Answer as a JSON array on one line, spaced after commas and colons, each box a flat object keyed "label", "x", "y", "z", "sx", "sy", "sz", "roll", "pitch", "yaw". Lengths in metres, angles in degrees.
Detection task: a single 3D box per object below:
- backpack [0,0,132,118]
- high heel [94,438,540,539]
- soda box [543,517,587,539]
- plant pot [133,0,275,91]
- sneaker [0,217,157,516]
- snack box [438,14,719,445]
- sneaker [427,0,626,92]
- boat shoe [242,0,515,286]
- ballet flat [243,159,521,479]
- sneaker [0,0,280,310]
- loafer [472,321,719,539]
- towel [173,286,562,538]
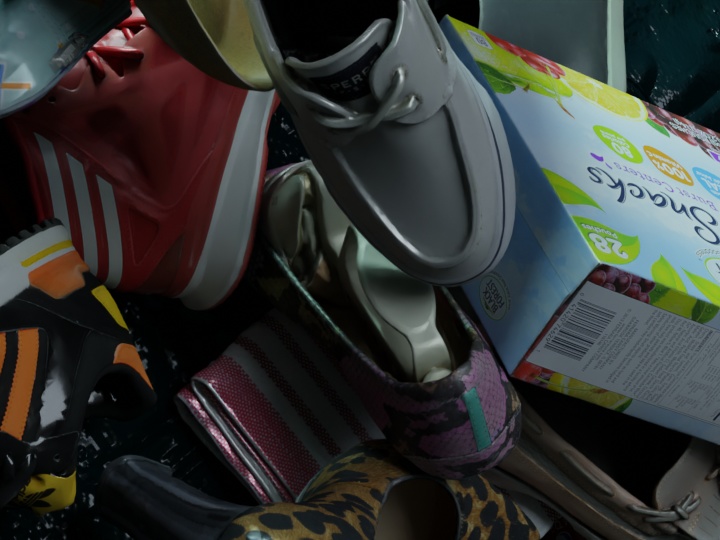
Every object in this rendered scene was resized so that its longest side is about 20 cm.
[{"label": "backpack", "x": -0.166, "y": -0.129, "z": 0.876, "sx": 0.154, "sy": 0.175, "sz": 0.200, "roll": 60, "pitch": 34, "yaw": -24}, {"label": "high heel", "x": 0.016, "y": 0.112, "z": 0.889, "sx": 0.199, "sy": 0.142, "sz": 0.072, "roll": 8, "pitch": 100, "yaw": -34}, {"label": "soda box", "x": 0.175, "y": 0.125, "z": 1.143, "sx": 0.199, "sy": 0.070, "sz": 0.064, "roll": 6, "pitch": 60, "yaw": -45}, {"label": "plant pot", "x": -0.071, "y": -0.158, "z": 0.866, "sx": 0.200, "sy": 0.027, "sz": 0.202, "roll": -14, "pitch": 90, "yaw": -77}, {"label": "sneaker", "x": -0.140, "y": 0.056, "z": 0.852, "sx": 0.090, "sy": 0.070, "sz": 0.200, "roll": 51, "pitch": 36, "yaw": -2}, {"label": "snack box", "x": 0.121, "y": -0.007, "z": 1.021, "sx": 0.199, "sy": 0.068, "sz": 0.169, "roll": 18, "pitch": 30, "yaw": -35}, {"label": "sneaker", "x": 0.077, "y": -0.159, "z": 1.233, "sx": 0.106, "sy": 0.075, "sz": 0.201, "roll": 21, "pitch": 51, "yaw": -40}, {"label": "boat shoe", "x": -0.001, "y": -0.078, "z": 0.856, "sx": 0.066, "sy": 0.071, "sz": 0.201, "roll": -70, "pitch": 142, "yaw": -68}, {"label": "ballet flat", "x": 0.000, "y": 0.000, "z": 0.956, "sx": 0.069, "sy": 0.072, "sz": 0.200, "roll": -24, "pitch": 45, "yaw": -16}, {"label": "sneaker", "x": -0.089, "y": -0.091, "z": 0.961, "sx": 0.115, "sy": 0.078, "sz": 0.202, "roll": 10, "pitch": 82, "yaw": -30}, {"label": "loafer", "x": 0.112, "y": 0.076, "z": 1.013, "sx": 0.199, "sy": 0.063, "sz": 0.072, "roll": 24, "pitch": 59, "yaw": -20}, {"label": "towel", "x": 0.030, "y": 0.056, "z": 1.030, "sx": 0.200, "sy": 0.030, "sz": 0.147, "roll": -38, "pitch": 92, "yaw": -36}]
